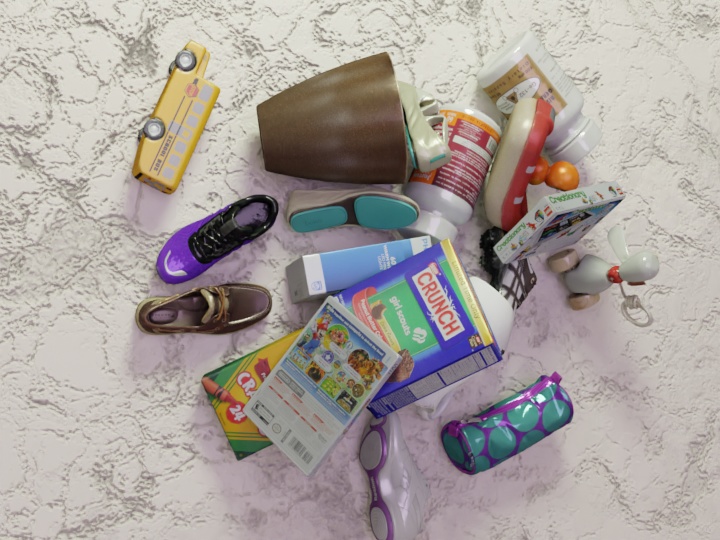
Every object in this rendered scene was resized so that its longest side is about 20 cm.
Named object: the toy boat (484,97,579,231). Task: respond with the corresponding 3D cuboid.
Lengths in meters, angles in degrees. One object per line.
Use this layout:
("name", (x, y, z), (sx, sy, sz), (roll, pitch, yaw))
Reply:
("toy boat", (0.262, -0.147, 1.677), (0.129, 0.131, 0.202), (19, 124, 2))

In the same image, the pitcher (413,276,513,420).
("pitcher", (0.137, 0.122, 1.656), (0.121, 0.172, 0.201), (36, 81, 27))

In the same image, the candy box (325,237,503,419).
("candy box", (0.073, 0.081, 1.553), (0.197, 0.077, 0.171), (-26, 63, 6))

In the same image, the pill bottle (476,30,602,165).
("pill bottle", (0.281, -0.259, 1.750), (0.114, 0.114, 0.200), (-44, 101, -16))

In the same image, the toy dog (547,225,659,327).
("toy dog", (0.390, -0.002, 1.750), (0.096, 0.198, 0.134), (-35, 123, -34))

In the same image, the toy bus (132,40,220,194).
("toy bus", (-0.257, -0.216, 1.585), (0.077, 0.065, 0.203), (26, 79, -16))

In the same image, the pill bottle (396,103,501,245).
("pill bottle", (0.130, -0.137, 1.692), (0.108, 0.109, 0.203), (26, 78, -16))

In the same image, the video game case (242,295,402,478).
("video game case", (-0.053, 0.155, 1.521), (0.143, 0.018, 0.201), (39, 91, 30))

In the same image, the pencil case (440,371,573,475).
("pencil case", (0.224, 0.233, 1.713), (0.197, 0.085, 0.094), (-24, 122, -20))

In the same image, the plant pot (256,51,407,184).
("plant pot", (-0.046, -0.203, 1.615), (0.196, 0.187, 0.191), (-9, 89, -4))

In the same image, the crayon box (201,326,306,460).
("crayon box", (-0.110, 0.165, 1.590), (0.197, 0.051, 0.129), (-26, 94, -2))

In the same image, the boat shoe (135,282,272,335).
("boat shoe", (-0.213, 0.055, 1.579), (0.196, 0.072, 0.074), (-4, 88, -19))

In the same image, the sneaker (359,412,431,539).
("sneaker", (0.054, 0.300, 1.669), (0.098, 0.074, 0.204), (-3, 87, -38))

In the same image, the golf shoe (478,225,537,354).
("golf shoe", (0.233, 0.033, 1.735), (0.093, 0.078, 0.204), (4, 86, -19))

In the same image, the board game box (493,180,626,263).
("board game box", (0.302, -0.074, 1.700), (0.198, 0.126, 0.035), (-14, 64, -46))

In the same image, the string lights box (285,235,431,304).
("string lights box", (0.000, 0.000, 1.641), (0.196, 0.103, 0.060), (-10, 85, -20))

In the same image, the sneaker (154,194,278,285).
("sneaker", (-0.197, -0.052, 1.576), (0.199, 0.099, 0.070), (-34, 95, -18))

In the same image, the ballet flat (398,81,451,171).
("ballet flat", (0.091, -0.218, 1.647), (0.068, 0.070, 0.202), (6, 42, -18))

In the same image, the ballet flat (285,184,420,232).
("ballet flat", (-0.012, -0.098, 1.642), (0.196, 0.069, 0.071), (-2, 87, 3))
